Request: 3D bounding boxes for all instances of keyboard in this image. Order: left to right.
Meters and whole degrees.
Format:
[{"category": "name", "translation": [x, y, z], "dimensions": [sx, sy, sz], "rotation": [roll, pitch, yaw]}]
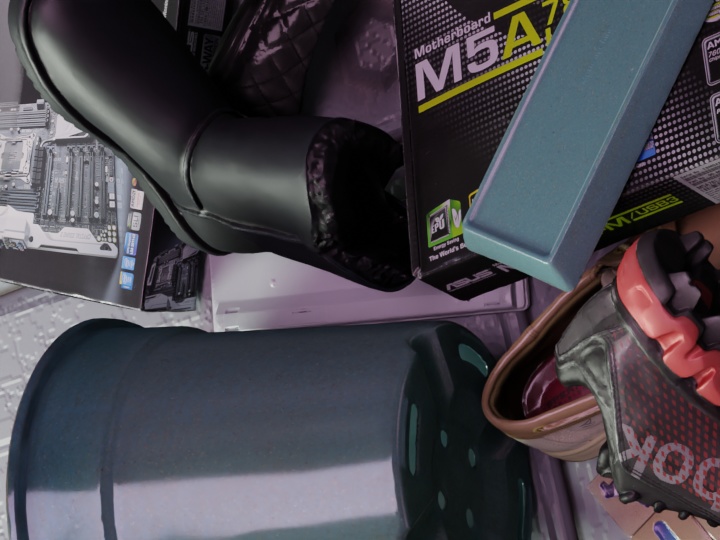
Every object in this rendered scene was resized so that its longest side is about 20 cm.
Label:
[{"category": "keyboard", "translation": [0.000, 0.000, 1.153], "dimensions": [0.200, 0.011, 0.056], "rotation": [-6, 80, 35]}]

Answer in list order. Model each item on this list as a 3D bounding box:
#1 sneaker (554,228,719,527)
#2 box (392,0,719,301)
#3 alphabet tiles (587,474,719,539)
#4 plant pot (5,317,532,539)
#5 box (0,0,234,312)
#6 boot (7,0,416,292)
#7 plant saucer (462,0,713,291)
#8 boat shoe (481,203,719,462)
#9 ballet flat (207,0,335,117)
[{"category": "sneaker", "translation": [0.160, 0.080, 0.961], "dimensions": [0.098, 0.071, 0.200], "rotation": [-38, 97, 28]}, {"category": "box", "translation": [0.106, -0.106, 1.024], "dimensions": [0.200, 0.047, 0.193], "rotation": [-21, 60, 34]}, {"category": "alphabet tiles", "translation": [0.176, 0.140, 1.024], "dimensions": [0.200, 0.008, 0.167], "rotation": [-50, 63, 23]}, {"category": "plant pot", "translation": [-0.034, 0.109, 1.072], "dimensions": [0.196, 0.200, 0.201], "rotation": [-9, 84, 28]}, {"category": "box", "translation": [-0.152, -0.087, 1.237], "dimensions": [0.158, 0.050, 0.200], "rotation": [11, 96, 35]}, {"category": "boot", "translation": [-0.063, -0.074, 1.088], "dimensions": [0.168, 0.200, 0.076], "rotation": [9, 53, 49]}, {"category": "plant saucer", "translation": [0.108, -0.092, 0.974], "dimensions": [0.070, 0.019, 0.200], "rotation": [25, 87, 44]}, {"category": "boat shoe", "translation": [0.136, 0.018, 1.015], "dimensions": [0.200, 0.066, 0.074], "rotation": [-47, 55, 25]}, {"category": "ballet flat", "translation": [-0.009, -0.164, 1.147], "dimensions": [0.200, 0.057, 0.066], "rotation": [-55, 19, 20]}]
